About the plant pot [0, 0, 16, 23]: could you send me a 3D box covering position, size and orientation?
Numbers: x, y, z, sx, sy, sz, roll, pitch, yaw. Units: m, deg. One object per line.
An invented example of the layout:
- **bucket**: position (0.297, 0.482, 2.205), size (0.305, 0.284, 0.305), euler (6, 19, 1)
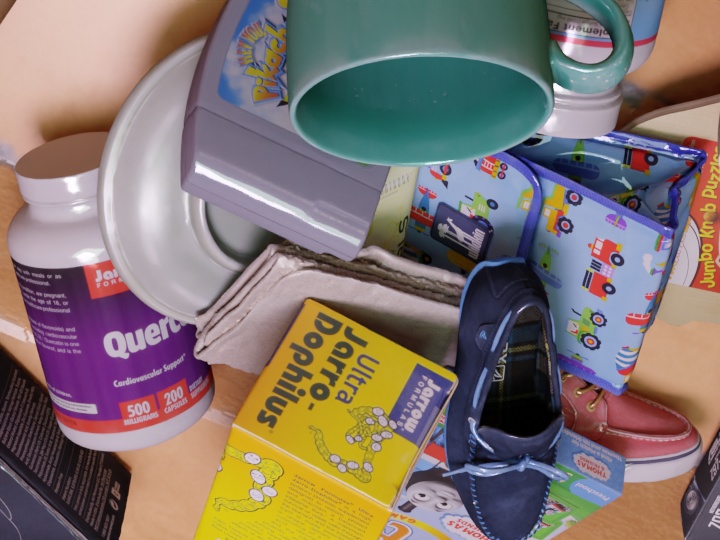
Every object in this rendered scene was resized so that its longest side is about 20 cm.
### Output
- **plant pot**: position (-0.290, -0.181, 1.151), size (0.186, 0.186, 0.200), euler (20, 128, -9)

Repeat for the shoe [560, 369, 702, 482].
- **shoe**: position (0.147, 0.085, 1.322), size (0.200, 0.071, 0.091), euler (9, 121, 1)

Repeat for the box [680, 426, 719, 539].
- **box**: position (0.339, 0.130, 1.342), size (0.160, 0.044, 0.200), euler (15, 124, -7)

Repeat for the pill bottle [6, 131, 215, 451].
- **pill bottle**: position (-0.170, 0.014, 1.266), size (0.112, 0.112, 0.200), euler (-9, 116, 4)

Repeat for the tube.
- **tube**: position (0.000, 0.000, 1.258), size (0.052, 0.058, 0.200), euler (11, 134, 2)

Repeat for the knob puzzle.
- **knob puzzle**: position (0.234, -0.044, 1.276), size (0.220, 0.030, 0.220), euler (5, 131, 6)

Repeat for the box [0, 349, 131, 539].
- **box**: position (-0.304, 0.165, 1.333), size (0.200, 0.124, 0.197), euler (-36, 112, 17)

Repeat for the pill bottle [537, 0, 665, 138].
- **pill bottle**: position (0.138, -0.189, 1.171), size (0.109, 0.109, 0.200), euler (7, 116, -3)

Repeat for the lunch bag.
- **lunch bag**: position (0.108, -0.030, 1.251), size (0.200, 0.094, 0.151), euler (20, 133, 12)

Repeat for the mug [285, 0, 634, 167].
- **mug**: position (0.047, -0.140, 1.105), size (0.185, 0.114, 0.152), euler (8, 157, -26)

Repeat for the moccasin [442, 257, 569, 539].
- **moccasin**: position (0.090, 0.092, 1.188), size (0.080, 0.068, 0.200), euler (-14, 117, -12)

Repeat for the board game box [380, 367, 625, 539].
- **board game box**: position (0.064, 0.154, 1.324), size (0.151, 0.037, 0.200), euler (27, 139, -20)

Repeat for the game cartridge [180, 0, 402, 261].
- **game cartridge**: position (-0.034, -0.116, 1.169), size (0.133, 0.200, 0.040), euler (22, 151, -8)

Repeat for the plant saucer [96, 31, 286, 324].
- **plant saucer**: position (-0.071, -0.054, 1.212), size (0.200, 0.050, 0.200), euler (-13, 114, -32)

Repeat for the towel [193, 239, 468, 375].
- **towel**: position (0.002, 0.037, 1.226), size (0.200, 0.034, 0.133), euler (17, 142, -28)

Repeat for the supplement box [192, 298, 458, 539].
- **supplement box**: position (-0.029, 0.131, 1.204), size (0.110, 0.109, 0.200), euler (27, 143, 4)

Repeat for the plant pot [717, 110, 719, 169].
- **plant pot**: position (0.329, -0.154, 1.148), size (0.200, 0.177, 0.200), euler (14, 114, -6)
